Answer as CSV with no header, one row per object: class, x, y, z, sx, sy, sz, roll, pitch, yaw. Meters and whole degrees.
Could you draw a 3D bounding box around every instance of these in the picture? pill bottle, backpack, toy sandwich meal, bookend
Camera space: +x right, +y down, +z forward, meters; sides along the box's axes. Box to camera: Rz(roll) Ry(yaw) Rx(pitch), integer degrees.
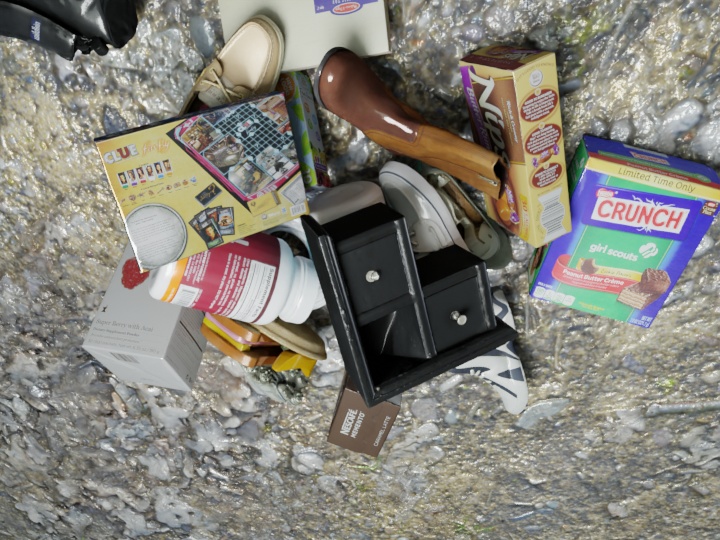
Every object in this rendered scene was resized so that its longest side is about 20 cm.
pill bottle,-0.156,0.002,0.708,0.196,0.115,0.114,18,129,-28
backpack,-0.361,-0.331,0.636,0.193,0.127,0.172,3,113,11
toy sandwich meal,-0.138,0.097,0.829,0.202,0.205,0.071,32,90,-9
pill bottle,0.000,0.000,0.714,0.108,0.111,0.205,-10,114,18
bookend,0.057,0.011,0.625,0.195,0.092,0.204,-21,113,-12

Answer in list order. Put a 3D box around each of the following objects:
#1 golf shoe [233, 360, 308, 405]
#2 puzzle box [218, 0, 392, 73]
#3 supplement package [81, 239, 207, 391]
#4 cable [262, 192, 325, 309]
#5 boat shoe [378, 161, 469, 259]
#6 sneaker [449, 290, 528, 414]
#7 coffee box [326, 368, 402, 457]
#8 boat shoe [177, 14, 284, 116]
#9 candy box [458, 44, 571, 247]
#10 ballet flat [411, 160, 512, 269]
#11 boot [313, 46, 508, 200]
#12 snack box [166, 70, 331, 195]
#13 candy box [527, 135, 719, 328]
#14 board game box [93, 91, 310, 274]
golf shoe,-0.175,0.163,0.935,0.095,0.080,0.202,-7,135,32
puzzle box,-0.065,-0.298,0.628,0.193,0.025,0.138,-4,102,15
supplement package,-0.281,0.047,0.802,0.117,0.205,0.121,6,150,8
cable,-0.103,-0.035,0.806,0.197,0.070,0.201,-30,112,27
boat shoe,0.080,-0.040,0.700,0.201,0.066,0.073,51,154,-15
sneaker,0.174,0.138,0.840,0.126,0.080,0.204,-14,119,8
coffee box,0.018,0.146,0.818,0.077,0.202,0.117,17,125,-1
boat shoe,-0.155,-0.190,0.632,0.073,0.069,0.201,36,116,-5
candy box,0.178,-0.143,0.640,0.055,0.117,0.204,-24,120,-8
ballet flat,0.133,-0.061,0.740,0.067,0.064,0.200,-35,110,24
boot,0.058,-0.146,0.597,0.198,0.188,0.069,35,89,26
snack box,-0.145,-0.150,0.713,0.194,0.053,0.147,-13,88,20
candy box,0.322,-0.045,0.703,0.164,0.078,0.205,14,124,3
board game box,-0.160,-0.097,0.597,0.195,0.034,0.139,-21,115,-22
